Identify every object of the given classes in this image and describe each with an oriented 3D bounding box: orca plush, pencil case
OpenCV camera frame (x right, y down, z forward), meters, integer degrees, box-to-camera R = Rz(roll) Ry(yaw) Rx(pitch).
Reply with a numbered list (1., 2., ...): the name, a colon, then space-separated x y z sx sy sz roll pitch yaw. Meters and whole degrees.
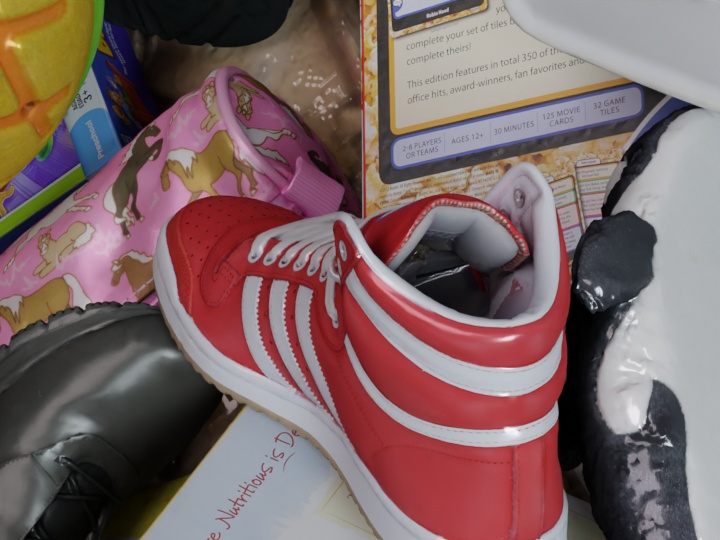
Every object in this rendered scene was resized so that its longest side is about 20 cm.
1. orca plush: 0.091 0.052 0.889 0.071 0.105 0.201 -32 62 43
2. pencil case: -0.091 0.013 1.053 0.200 0.083 0.087 -39 65 13

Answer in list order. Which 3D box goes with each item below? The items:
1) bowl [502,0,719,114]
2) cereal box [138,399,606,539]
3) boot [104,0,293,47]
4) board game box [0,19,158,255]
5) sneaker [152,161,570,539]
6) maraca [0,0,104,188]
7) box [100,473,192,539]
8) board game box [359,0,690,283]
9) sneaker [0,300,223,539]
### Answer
1. bowl: 0.099 -0.120 0.851 0.200 0.200 0.075 26 57 36
2. cereal box: 0.025 0.120 0.894 0.199 0.040 0.144 24 48 18
3. boot: -0.102 -0.182 1.118 0.073 0.197 0.163 117 171 -49
4. board game box: -0.160 -0.082 1.149 0.134 0.045 0.201 -33 60 18
5. sneaker: 0.000 0.000 0.900 0.200 0.071 0.113 42 141 43
6. maraca: -0.175 -0.062 1.046 0.200 0.137 0.107 -47 36 18
7. box: -0.093 0.134 1.003 0.199 0.048 0.118 -22 37 29
8. board game box: 0.074 -0.083 1.006 0.151 0.046 0.201 -10 69 27
9. sneaker: -0.118 0.092 0.987 0.200 0.076 0.091 -40 41 12
